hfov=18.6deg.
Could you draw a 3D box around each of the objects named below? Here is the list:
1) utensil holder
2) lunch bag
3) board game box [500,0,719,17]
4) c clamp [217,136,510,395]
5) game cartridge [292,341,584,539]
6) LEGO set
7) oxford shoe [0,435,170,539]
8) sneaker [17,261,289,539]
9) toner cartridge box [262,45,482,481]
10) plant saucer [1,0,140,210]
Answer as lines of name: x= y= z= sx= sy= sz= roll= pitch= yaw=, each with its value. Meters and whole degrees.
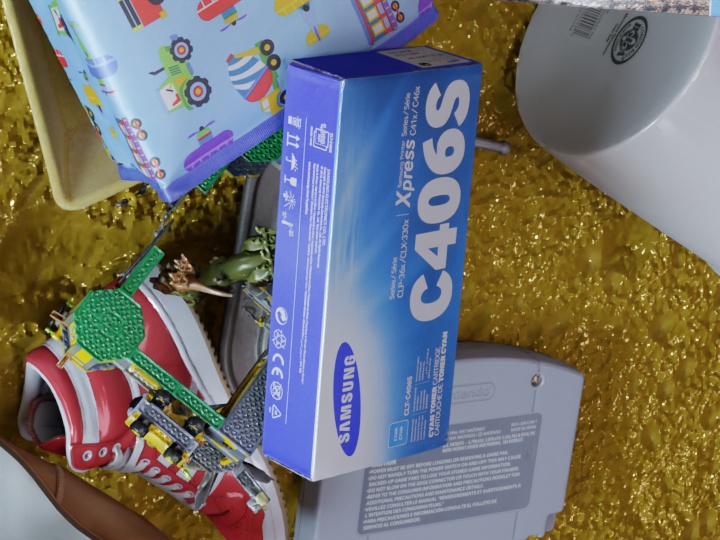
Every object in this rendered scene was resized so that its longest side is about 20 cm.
utensil holder: x=0.215 y=-0.098 z=1.325 sx=0.199 sy=0.170 sz=0.171 roll=28 pitch=91 yaw=-38
lunch bag: x=-0.054 y=-0.152 z=1.066 sx=0.199 sy=0.094 sz=0.151 roll=-31 pitch=110 yaw=-14
board game box: x=0.119 y=-0.206 z=1.160 sx=0.160 sy=0.198 sz=0.098 roll=-52 pitch=145 yaw=-62
c clamp: x=0.000 y=0.000 z=1.281 sx=0.170 sy=0.027 sz=0.202 roll=16 pitch=87 yaw=-32
game cartridge: x=0.049 y=0.113 z=1.377 sx=0.199 sy=0.040 sz=0.135 roll=-4 pitch=114 yaw=-34
LEGO set: x=-0.073 y=0.015 z=1.162 sx=0.153 sy=0.116 sz=0.201 roll=32 pitch=71 yaw=-10
oxford shoe: x=-0.167 y=0.136 z=1.180 sx=0.199 sy=0.071 sz=0.071 roll=38 pitch=112 yaw=-1
sneaker: x=-0.119 y=0.103 z=1.230 sx=0.112 sy=0.071 sz=0.201 roll=-36 pitch=118 yaw=-23
toner cartridge box: x=0.005 y=-0.005 z=1.083 sx=0.094 sy=0.043 sz=0.202 roll=-11 pitch=113 yaw=-40
plant saucer: x=-0.103 y=-0.160 z=1.151 sx=0.199 sy=0.048 sz=0.202 roll=-25 pitch=120 yaw=-25
